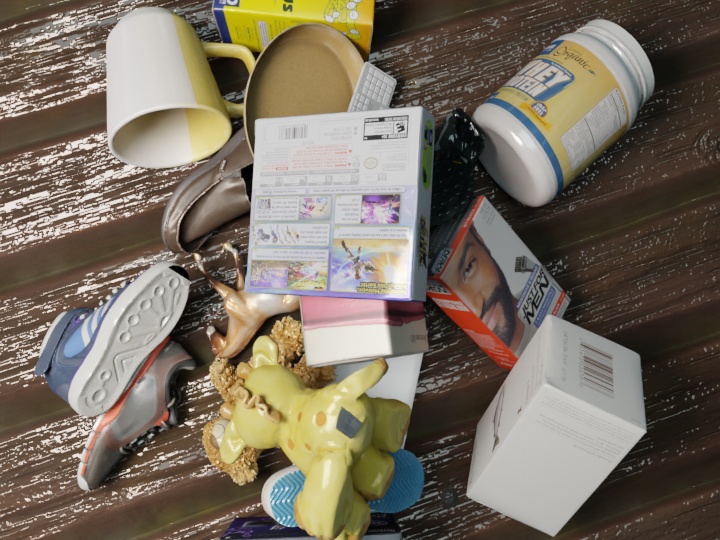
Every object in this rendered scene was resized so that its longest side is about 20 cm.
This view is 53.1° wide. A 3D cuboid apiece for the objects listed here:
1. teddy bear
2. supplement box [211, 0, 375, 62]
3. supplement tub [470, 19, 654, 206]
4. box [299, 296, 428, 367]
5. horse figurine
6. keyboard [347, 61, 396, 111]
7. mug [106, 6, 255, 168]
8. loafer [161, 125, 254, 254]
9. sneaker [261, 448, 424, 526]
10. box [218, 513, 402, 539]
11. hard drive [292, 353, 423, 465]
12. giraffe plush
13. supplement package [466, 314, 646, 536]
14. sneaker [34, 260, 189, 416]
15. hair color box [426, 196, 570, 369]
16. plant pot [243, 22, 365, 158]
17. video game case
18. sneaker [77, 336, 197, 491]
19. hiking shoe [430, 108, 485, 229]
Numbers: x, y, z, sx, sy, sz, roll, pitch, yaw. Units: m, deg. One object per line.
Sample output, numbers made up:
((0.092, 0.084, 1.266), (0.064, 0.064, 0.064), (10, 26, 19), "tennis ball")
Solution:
((-0.115, 0.153, 0.853), (0.197, 0.067, 0.147), (-33, 84, 3), "teddy bear")
((-0.078, -0.345, 0.911), (0.194, 0.110, 0.112), (5, 82, -2), "supplement box")
((0.246, -0.194, 0.888), (0.199, 0.145, 0.145), (-41, 86, -7), "supplement tub")
((0.000, 0.000, 0.820), (0.106, 0.127, 0.206), (-10, 82, 24), "box")
((-0.115, 0.015, 0.894), (0.195, 0.050, 0.136), (-22, 84, -5), "horse figurine")
((-0.006, -0.156, 0.914), (0.055, 0.011, 0.205), (19, 90, -33), "keyboard")
((-0.232, -0.228, 0.892), (0.148, 0.184, 0.157), (-27, 71, 36), "mug")
((-0.164, -0.097, 0.884), (0.070, 0.073, 0.201), (35, 82, 28), "loafer")
((-0.019, 0.244, 0.834), (0.195, 0.080, 0.079), (0, 81, -22), "sneaker")
((-0.054, 0.325, 0.812), (0.194, 0.141, 0.081), (-1, 83, -3), "box")
((0.000, 0.161, 0.892), (0.128, 0.027, 0.206), (13, 83, 0), "hard drive")
((-0.059, 0.160, 0.731), (0.159, 0.203, 0.174), (15, 55, 27), "giraffe plush")
((0.212, 0.175, 0.803), (0.115, 0.118, 0.203), (22, 127, 1), "supplement package")
((-0.299, 0.054, 0.842), (0.145, 0.080, 0.203), (29, 83, 39), "sneaker")
((0.156, 0.020, 0.843), (0.199, 0.063, 0.112), (42, 71, -29), "hair color box")
((-0.064, -0.194, 0.880), (0.197, 0.027, 0.206), (-14, 111, -39), "plant pot")
((-0.023, -0.065, 0.739), (0.195, 0.045, 0.187), (2, 86, 27), "video game case")
((-0.261, 0.177, 0.857), (0.081, 0.077, 0.203), (29, 83, -5), "sneaker")
((0.085, -0.099, 0.815), (0.074, 0.087, 0.201), (41, 43, -8), "hiking shoe")
